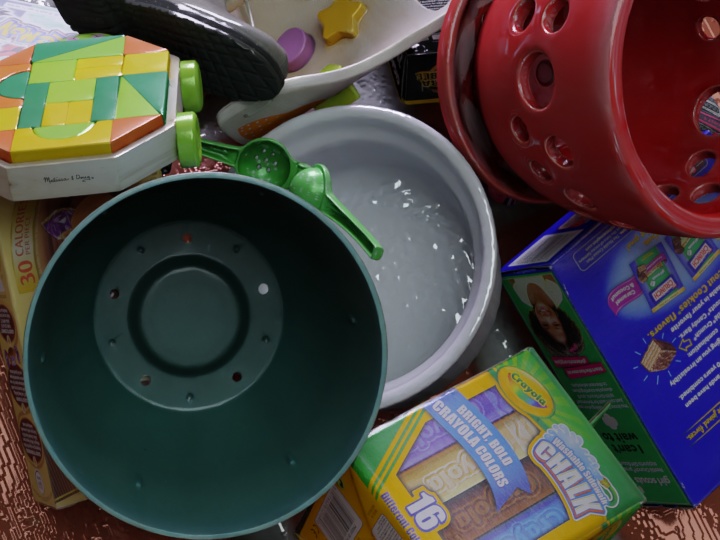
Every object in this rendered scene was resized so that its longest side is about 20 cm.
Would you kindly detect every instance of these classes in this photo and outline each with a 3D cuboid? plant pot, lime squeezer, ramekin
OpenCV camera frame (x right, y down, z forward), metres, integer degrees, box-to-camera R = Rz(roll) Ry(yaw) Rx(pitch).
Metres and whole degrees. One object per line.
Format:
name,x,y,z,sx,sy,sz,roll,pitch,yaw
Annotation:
plant pot,-0.095,0.037,1.039,0.199,0.161,0.202,-1,98,-9
lime squeezer,-0.050,-0.058,1.108,0.199,0.071,0.038,29,94,25
plant pot,0.163,-0.124,1.121,0.199,0.182,0.202,-3,95,-37
ramekin,0.000,0.000,1.176,0.199,0.098,0.202,-3,79,14

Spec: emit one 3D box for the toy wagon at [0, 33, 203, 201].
toy wagon,-0.174,-0.103,1.078,0.154,0.040,0.201,-5,33,0

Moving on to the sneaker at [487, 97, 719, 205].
sneaker,0.182,-0.092,1.295,0.199,0.081,0.075,-23,73,-20

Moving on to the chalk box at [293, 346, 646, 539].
chalk box,0.082,0.144,1.103,0.199,0.125,0.124,-24,66,-30

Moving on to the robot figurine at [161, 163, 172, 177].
robot figurine,-0.214,-0.047,1.200,0.144,0.058,0.201,29,67,-2

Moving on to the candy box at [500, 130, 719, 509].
candy box,0.216,0.035,1.229,0.169,0.077,0.201,-37,102,-24

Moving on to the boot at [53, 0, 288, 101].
boot,-0.101,-0.195,1.161,0.199,0.068,0.131,25,63,30

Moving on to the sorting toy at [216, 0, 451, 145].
sorting toy,-0.015,-0.184,1.216,0.179,0.107,0.201,-24,53,13

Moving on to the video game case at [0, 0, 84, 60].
video game case,-0.240,-0.125,1.167,0.198,0.023,0.183,14,39,13

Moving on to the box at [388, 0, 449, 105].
box,0.112,-0.195,1.292,0.198,0.050,0.160,-6,44,-9

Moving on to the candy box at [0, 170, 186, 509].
candy box,-0.169,0.040,1.137,0.116,0.056,0.202,-13,94,-26
